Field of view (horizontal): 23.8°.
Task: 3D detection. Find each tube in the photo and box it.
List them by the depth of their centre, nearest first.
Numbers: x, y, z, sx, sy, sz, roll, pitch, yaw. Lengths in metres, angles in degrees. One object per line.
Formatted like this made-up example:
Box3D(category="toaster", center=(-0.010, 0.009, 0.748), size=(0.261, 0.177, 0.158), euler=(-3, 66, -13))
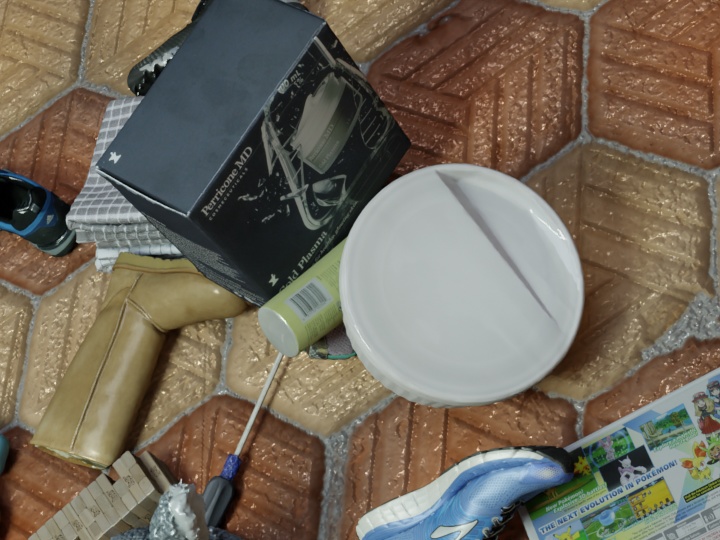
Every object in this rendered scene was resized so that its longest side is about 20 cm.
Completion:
Box3D(category="tube", center=(0.000, 0.000, 1.465), size=(0.052, 0.058, 0.200), euler=(35, 59, 29))

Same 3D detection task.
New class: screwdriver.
Box3D(category="screwdriver", center=(-0.105, 0.147, 1.502), size=(0.028, 0.029, 0.201), euler=(13, 75, 32))

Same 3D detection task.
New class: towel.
Box3D(category="towel", center=(-0.179, -0.095, 1.647), size=(0.199, 0.086, 0.166), euler=(-5, 60, 25))

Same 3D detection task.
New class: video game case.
Box3D(category="video game case", center=(0.231, 0.193, 1.310), size=(0.199, 0.022, 0.183), euler=(-29, 54, 11))

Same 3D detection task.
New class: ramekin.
Box3D(category="ramekin", center=(0.076, 0.021, 1.397), size=(0.201, 0.094, 0.204), euler=(3, 73, -10))

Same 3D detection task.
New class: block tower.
Box3D(category="block tower", center=(-0.248, 0.244, 1.511), size=(0.200, 0.054, 0.058), euler=(-43, 52, 0))

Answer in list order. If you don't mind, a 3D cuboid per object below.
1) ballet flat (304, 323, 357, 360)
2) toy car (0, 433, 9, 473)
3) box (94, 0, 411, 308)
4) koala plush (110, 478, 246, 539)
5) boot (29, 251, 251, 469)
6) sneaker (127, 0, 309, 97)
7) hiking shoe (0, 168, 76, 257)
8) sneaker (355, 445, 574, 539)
Box3D(category="ballet flat", center=(-0.005, -0.009, 1.529), size=(0.072, 0.072, 0.201), euler=(-4, 62, 26))
Box3D(category="toy car", center=(-0.445, 0.205, 1.543), size=(0.176, 0.200, 0.185), euler=(0, 63, 27))
Box3D(category="box", center=(-0.086, -0.098, 1.446), size=(0.124, 0.197, 0.200), euler=(26, 77, 36))
Box3D(category="koala plush", center=(-0.148, 0.264, 1.355), size=(0.177, 0.200, 0.184), euler=(-45, 52, -1))
Box3D(category="boot", center=(-0.198, 0.089, 1.570), size=(0.175, 0.066, 0.201), euler=(6, 66, 40))
Box3D(category="sneaker", center=(-0.148, -0.239, 1.727), size=(0.199, 0.067, 0.091), euler=(-26, 51, 8))
Box3D(category="hiking shoe", center=(-0.370, -0.079, 1.735), size=(0.199, 0.087, 0.075), euler=(15, 71, 33))
Box3D(category="sneaker", center=(0.091, 0.200, 1.342), size=(0.200, 0.078, 0.090), euler=(-35, 66, 31))
